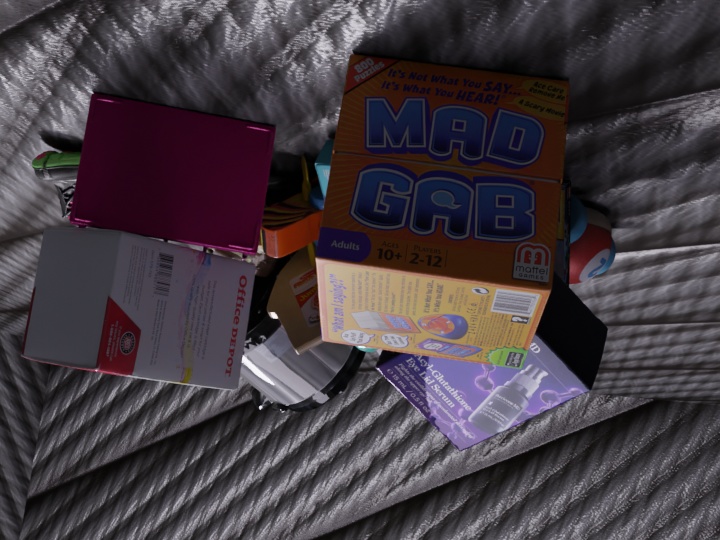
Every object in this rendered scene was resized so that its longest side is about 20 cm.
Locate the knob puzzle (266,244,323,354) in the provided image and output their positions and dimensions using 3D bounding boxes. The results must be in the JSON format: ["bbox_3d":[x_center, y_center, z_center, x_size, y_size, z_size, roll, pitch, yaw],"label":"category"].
[{"bbox_3d":[-0.019,0.010,1.474,0.218,0.220,0.031,0,133,35],"label":"knob puzzle"}]

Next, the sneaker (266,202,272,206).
[{"bbox_3d":[-0.142,-0.065,1.702,0.105,0.075,0.200,22,169,-3],"label":"sneaker"}]

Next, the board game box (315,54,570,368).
[{"bbox_3d":[0.072,-0.048,1.140,0.197,0.202,0.200,7,157,3],"label":"board game box"}]

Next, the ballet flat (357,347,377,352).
[{"bbox_3d":[0.000,0.000,1.551,0.067,0.202,0.071,-5,155,-23],"label":"ballet flat"}]

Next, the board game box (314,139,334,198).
[{"bbox_3d":[0.063,-0.067,1.356,0.198,0.047,0.152,4,133,20],"label":"board game box"}]

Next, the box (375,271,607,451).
[{"bbox_3d":[0.141,0.083,1.347,0.148,0.105,0.199,44,131,-14],"label":"box"}]

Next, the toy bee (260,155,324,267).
[{"bbox_3d":[-0.046,-0.069,1.476,0.198,0.132,0.108,3,-161,-38],"label":"toy bee"}]

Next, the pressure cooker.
[{"bbox_3d":[-0.087,0.086,1.618,0.175,0.180,0.200,-15,135,42],"label":"pressure cooker"}]

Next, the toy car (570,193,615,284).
[{"bbox_3d":[0.210,0.023,1.504,0.175,0.202,0.184,3,169,25],"label":"toy car"}]

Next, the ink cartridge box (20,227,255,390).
[{"bbox_3d":[-0.237,0.044,1.359,0.144,0.147,0.199,3,171,42],"label":"ink cartridge box"}]

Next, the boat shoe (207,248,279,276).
[{"bbox_3d":[-0.187,-0.053,1.558,0.201,0.075,0.075,30,-143,23],"label":"boat shoe"}]

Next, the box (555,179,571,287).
[{"bbox_3d":[0.168,-0.004,1.411,0.135,0.202,0.038,5,-165,21],"label":"box"}]

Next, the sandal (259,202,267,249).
[{"bbox_3d":[-0.167,-0.098,1.497,0.210,0.070,0.078,27,-147,19],"label":"sandal"}]

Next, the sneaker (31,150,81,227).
[{"bbox_3d":[-0.353,-0.100,1.592,0.076,0.085,0.200,4,169,18],"label":"sneaker"}]

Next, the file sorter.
[{"bbox_3d":[-0.206,-0.094,1.373,0.198,0.141,0.125,10,171,-8],"label":"file sorter"}]

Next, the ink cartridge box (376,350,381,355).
[{"bbox_3d":[0.074,0.053,1.565,0.084,0.146,0.200,-1,-167,-13],"label":"ink cartridge box"}]
